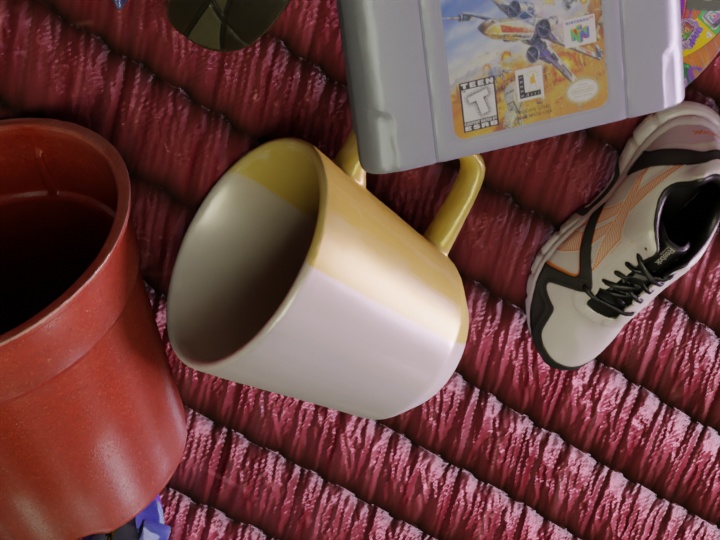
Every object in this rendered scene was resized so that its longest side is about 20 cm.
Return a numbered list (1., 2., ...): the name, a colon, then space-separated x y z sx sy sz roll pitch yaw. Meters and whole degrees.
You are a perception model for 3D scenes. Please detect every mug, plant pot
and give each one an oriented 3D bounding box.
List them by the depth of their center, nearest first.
1. plant pot: -0.201 0.049 1.107 0.199 0.201 0.196 -16 132 2
2. mug: -0.003 0.009 1.129 0.153 0.150 0.186 28 130 -32

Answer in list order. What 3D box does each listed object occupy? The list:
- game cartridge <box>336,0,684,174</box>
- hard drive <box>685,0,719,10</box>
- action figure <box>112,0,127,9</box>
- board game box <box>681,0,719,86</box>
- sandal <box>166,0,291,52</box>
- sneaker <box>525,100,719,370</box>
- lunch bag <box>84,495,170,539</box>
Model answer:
1. game cartridge: 0.087 -0.138 1.048 0.199 0.042 0.134 -14 122 -10
2. hard drive: 0.231 -0.246 1.004 0.042 0.135 0.201 21 124 20
3. action figure: -0.175 -0.215 0.984 0.192 0.105 0.201 -5 122 7
4. board game box: 0.141 -0.166 1.095 0.199 0.039 0.159 13 120 -17
5. sandal: -0.033 -0.199 1.047 0.082 0.055 0.200 35 126 -20
6. sneaker: 0.169 -0.010 1.179 0.073 0.080 0.201 17 120 -20
7. lunch bag: -0.159 0.249 1.255 0.093 0.151 0.201 12 120 -16
